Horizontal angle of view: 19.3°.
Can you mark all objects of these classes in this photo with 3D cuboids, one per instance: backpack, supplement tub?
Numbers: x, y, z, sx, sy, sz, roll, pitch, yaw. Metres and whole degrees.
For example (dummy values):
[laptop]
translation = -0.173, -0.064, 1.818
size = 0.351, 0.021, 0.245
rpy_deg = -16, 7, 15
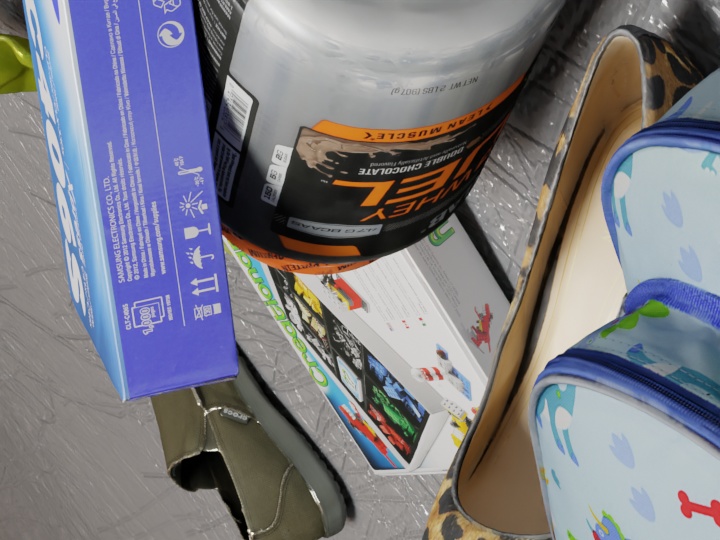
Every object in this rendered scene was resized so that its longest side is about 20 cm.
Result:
[backpack]
translation = 0.138, 0.042, 0.553
size = 0.183, 0.147, 0.200
rpy_deg = 32, 146, 44
[supplement tub]
translation = -0.004, -0.079, 0.729
size = 0.123, 0.122, 0.200
rpy_deg = 52, 160, 12

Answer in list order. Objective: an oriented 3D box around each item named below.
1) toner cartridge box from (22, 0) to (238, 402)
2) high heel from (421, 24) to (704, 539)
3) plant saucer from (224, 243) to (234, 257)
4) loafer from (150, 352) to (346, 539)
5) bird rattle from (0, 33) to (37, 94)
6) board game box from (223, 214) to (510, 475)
[toner cartridge box]
translation = -0.083, -0.066, 0.709
size = 0.095, 0.043, 0.200
rpy_deg = -133, 34, -61
[high heel]
translation = 0.055, 0.025, 0.649
size = 0.071, 0.200, 0.143
rpy_deg = 15, 141, 32
[plant saucer]
translation = -0.078, -0.074, 1.028
size = 0.200, 0.031, 0.200
rpy_deg = 45, 158, 24
[loafer]
translation = -0.091, 0.090, 1.257
size = 0.200, 0.070, 0.075
rpy_deg = 47, 158, 25
[bird rattle]
translation = -0.249, -0.167, 1.191
size = 0.200, 0.113, 0.163
rpy_deg = 66, 164, -18
[board game box]
translation = 0.000, 0.000, 0.917
size = 0.126, 0.035, 0.200
rpy_deg = -10, 116, 56
